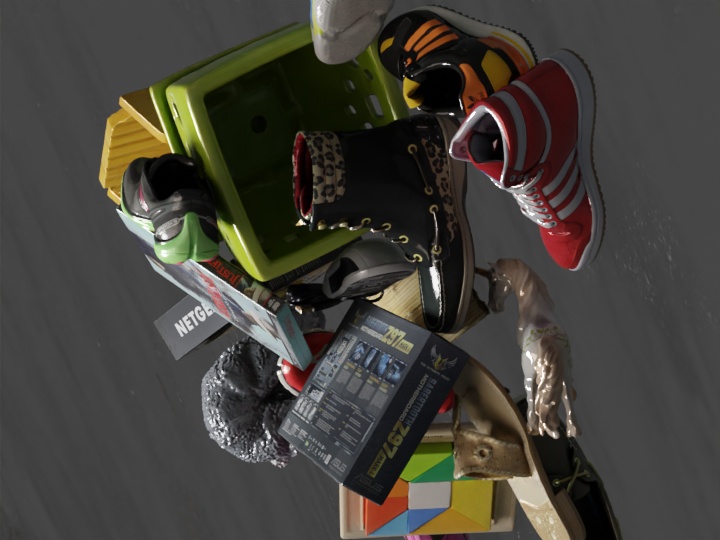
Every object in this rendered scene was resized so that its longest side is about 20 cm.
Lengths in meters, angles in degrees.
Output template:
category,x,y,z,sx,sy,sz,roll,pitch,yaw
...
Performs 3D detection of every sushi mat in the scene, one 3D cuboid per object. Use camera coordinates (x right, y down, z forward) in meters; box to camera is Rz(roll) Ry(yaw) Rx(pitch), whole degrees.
category,x,y,z,sx,sy,sz,roll,pitch,yaw
sushi mat,0.066,0.034,1.626,0.096,0.012,0.200,58,154,7

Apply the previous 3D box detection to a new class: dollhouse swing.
category,x,y,z,sx,sy,sz,roll,pitch,yaw
dollhouse swing,-0.166,-0.087,1.767,0.176,0.182,0.200,63,156,20

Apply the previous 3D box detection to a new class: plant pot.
category,x,y,z,sx,sy,sz,roll,pitch,yaw
plant pot,-0.078,-0.127,1.525,0.181,0.200,0.199,19,133,64

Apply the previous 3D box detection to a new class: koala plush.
category,x,y,z,sx,sy,sz,roll,pitch,yaw
koala plush,-0.108,0.150,1.903,0.177,0.184,0.200,60,166,2

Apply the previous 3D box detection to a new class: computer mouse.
category,x,y,z,sx,sy,sz,roll,pitch,yaw
computer mouse,0.000,0.000,1.567,0.200,0.110,0.044,147,114,-67

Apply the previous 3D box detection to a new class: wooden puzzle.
category,x,y,z,sx,sy,sz,roll,pitch,yaw
wooden puzzle,0.071,0.220,1.633,0.200,0.185,0.037,90,177,-49

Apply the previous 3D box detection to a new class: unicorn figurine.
category,x,y,z,sx,sy,sz,roll,pitch,yaw
unicorn figurine,0.155,0.066,1.419,0.200,0.074,0.137,-141,37,-71

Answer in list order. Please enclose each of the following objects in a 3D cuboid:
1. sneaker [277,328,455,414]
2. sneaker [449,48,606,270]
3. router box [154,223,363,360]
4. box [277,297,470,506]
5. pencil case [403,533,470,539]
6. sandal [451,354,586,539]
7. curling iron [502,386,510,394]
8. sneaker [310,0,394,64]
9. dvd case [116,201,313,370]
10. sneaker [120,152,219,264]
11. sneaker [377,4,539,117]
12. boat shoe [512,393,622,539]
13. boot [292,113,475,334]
category,x,y,z,sx,sy,sz,roll,pitch,yaw
sneaker,0.012,0.104,1.631,0.085,0.200,0.077,-5,74,60
sneaker,0.134,-0.069,1.287,0.071,0.112,0.200,33,143,45
router box,-0.110,0.014,1.718,0.052,0.157,0.200,59,143,3
box,0.008,0.116,1.492,0.051,0.158,0.200,31,176,-22
pencil case,0.068,0.266,1.767,0.091,0.094,0.200,-7,112,43
sandal,0.119,0.175,1.442,0.212,0.070,0.078,57,153,-1
curling iron,0.105,0.183,1.642,0.200,0.050,0.026,-56,39,43
sneaker,-0.017,-0.283,1.393,0.105,0.076,0.200,52,140,39
dvd case,-0.139,0.013,1.550,0.200,0.022,0.146,32,164,20
sneaker,-0.166,-0.070,1.447,0.200,0.077,0.084,-139,50,-60
sneaker,0.058,-0.170,1.346,0.200,0.090,0.070,23,135,52
boat shoe,0.193,0.203,1.507,0.060,0.072,0.202,14,135,56
boot,0.019,-0.037,1.427,0.073,0.154,0.204,-164,69,-65
